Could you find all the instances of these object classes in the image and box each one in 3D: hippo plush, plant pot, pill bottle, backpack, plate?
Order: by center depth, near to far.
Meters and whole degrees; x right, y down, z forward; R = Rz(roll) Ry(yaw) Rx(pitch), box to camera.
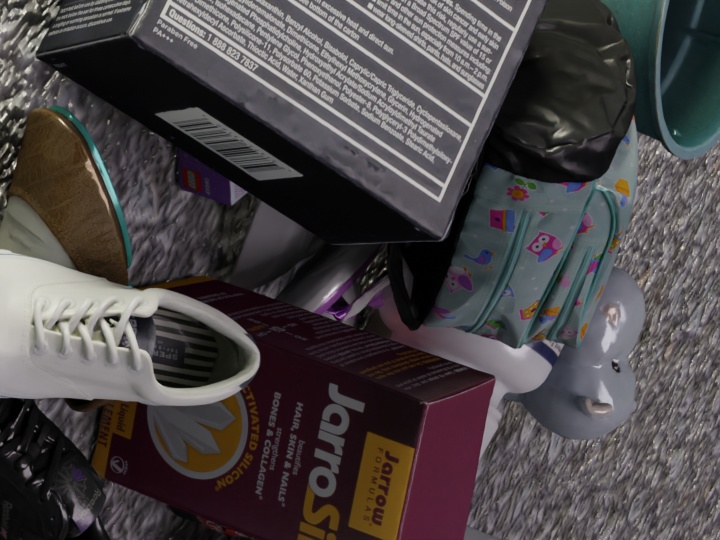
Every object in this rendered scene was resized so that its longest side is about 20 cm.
[{"bbox_3d":[0.088,-0.044,1.370,0.167,0.126,0.200,-74,179,-47],"label":"backpack"},{"bbox_3d":[0.010,-0.091,1.431,0.200,0.032,0.200,-44,165,-42],"label":"plate"},{"bbox_3d":[0.140,-0.190,1.522,0.200,0.196,0.201,-42,141,-47],"label":"plant pot"},{"bbox_3d":[0.080,0.010,1.533,0.200,0.119,0.120,-62,153,-7],"label":"pill bottle"},{"bbox_3d":[0.104,0.055,1.641,0.159,0.160,0.201,-1,106,-63],"label":"hippo plush"}]

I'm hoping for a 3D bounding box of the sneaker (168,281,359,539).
[{"bbox_3d":[-0.022,0.086,1.475,0.202,0.108,0.067,-54,148,-33],"label":"sneaker"}]

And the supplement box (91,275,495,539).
[{"bbox_3d":[-0.038,0.086,1.339,0.086,0.199,0.111,-13,118,-60],"label":"supplement box"}]

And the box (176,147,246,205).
[{"bbox_3d":[-0.037,-0.145,1.384,0.200,0.039,0.137,-43,142,-45],"label":"box"}]

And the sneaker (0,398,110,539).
[{"bbox_3d":[-0.167,0.089,1.218,0.076,0.087,0.200,-54,148,-33],"label":"sneaker"}]

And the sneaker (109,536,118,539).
[{"bbox_3d":[-0.165,0.257,1.351,0.115,0.080,0.200,-35,129,-46],"label":"sneaker"}]

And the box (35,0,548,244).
[{"bbox_3d":[-0.021,-0.145,1.229,0.200,0.123,0.199,33,74,-26],"label":"box"}]

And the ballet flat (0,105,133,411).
[{"bbox_3d":[-0.151,0.005,1.244,0.072,0.068,0.200,-38,145,-20],"label":"ballet flat"}]

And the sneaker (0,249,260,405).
[{"bbox_3d":[-0.132,0.027,1.165,0.200,0.071,0.073,6,80,-45],"label":"sneaker"}]

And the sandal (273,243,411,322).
[{"bbox_3d":[0.005,-0.004,1.469,0.082,0.050,0.203,-39,-175,30],"label":"sandal"}]

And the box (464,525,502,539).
[{"bbox_3d":[0.017,0.271,1.481,0.199,0.171,0.201,39,37,-75],"label":"box"}]
